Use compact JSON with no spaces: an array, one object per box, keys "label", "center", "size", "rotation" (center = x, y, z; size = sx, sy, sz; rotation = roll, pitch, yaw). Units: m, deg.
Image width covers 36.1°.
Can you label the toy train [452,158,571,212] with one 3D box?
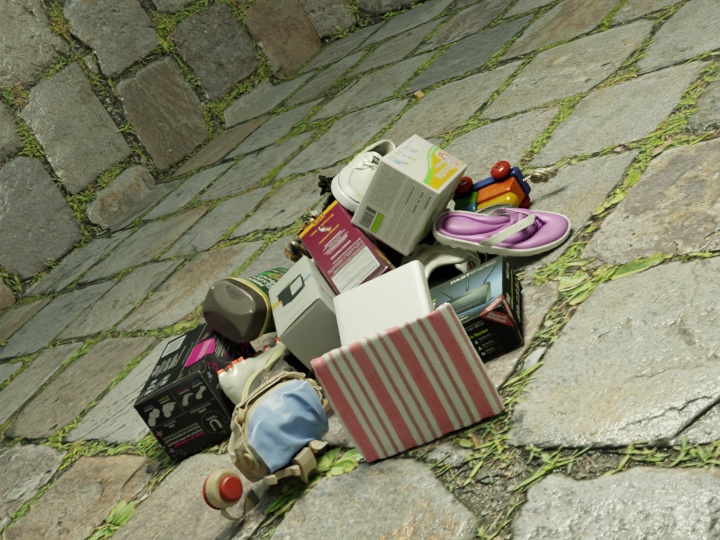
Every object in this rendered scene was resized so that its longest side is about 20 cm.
[{"label":"toy train","center":[0.232,-0.108,1.720],"size":[0.198,0.085,0.117],"rotation":[-21,32,30]}]

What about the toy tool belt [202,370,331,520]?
[{"label":"toy tool belt","center":[-0.106,0.215,1.387],"size":[0.122,0.126,0.200],"rotation":[-22,20,50]}]

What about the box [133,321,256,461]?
[{"label":"box","center":[-0.246,0.177,1.712],"size":[0.131,0.116,0.201],"rotation":[-27,18,17]}]

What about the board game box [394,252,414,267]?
[{"label":"board game box","center":[0.050,0.010,1.788],"size":[0.198,0.030,0.096],"rotation":[-10,29,44]}]

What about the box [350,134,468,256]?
[{"label":"box","center":[0.078,-0.119,1.679],"size":[0.114,0.100,0.200],"rotation":[-63,-8,23]}]

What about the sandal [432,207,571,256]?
[{"label":"sandal","center":[0.202,-0.063,1.586],"size":[0.198,0.050,0.083],"rotation":[-2,49,8]}]

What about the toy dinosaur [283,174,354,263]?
[{"label":"toy dinosaur","center":[-0.042,-0.082,1.809],"size":[0.201,0.101,0.137],"rotation":[-52,-11,-44]}]

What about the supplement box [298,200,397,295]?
[{"label":"supplement box","center":[0.000,0.000,1.645],"size":[0.086,0.110,0.201],"rotation":[-42,40,5]}]

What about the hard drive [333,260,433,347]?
[{"label":"hard drive","center":[0.040,0.102,1.399],"size":[0.130,0.026,0.203],"rotation":[-24,57,20]}]

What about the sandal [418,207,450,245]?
[{"label":"sandal","center":[0.120,-0.057,1.805],"size":[0.074,0.046,0.200],"rotation":[-20,17,8]}]

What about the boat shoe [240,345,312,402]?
[{"label":"boat shoe","center":[-0.114,0.161,1.605],"size":[0.064,0.074,0.201],"rotation":[-27,19,28]}]

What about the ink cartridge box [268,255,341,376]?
[{"label":"ink cartridge box","center":[-0.050,0.082,1.572],"size":[0.083,0.146,0.200],"rotation":[-43,18,5]}]

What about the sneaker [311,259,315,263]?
[{"label":"sneaker","center":[-0.022,-0.039,1.894],"size":[0.121,0.083,0.200],"rotation":[-53,6,21]}]

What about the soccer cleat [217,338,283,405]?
[{"label":"soccer cleat","center":[-0.147,0.159,1.683],"size":[0.069,0.078,0.199],"rotation":[-33,-4,28]}]

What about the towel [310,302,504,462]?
[{"label":"towel","center":[0.054,0.132,1.297],"size":[0.198,0.148,0.030],"rotation":[-24,14,23]}]

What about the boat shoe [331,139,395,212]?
[{"label":"boat shoe","center":[0.009,-0.157,1.745],"size":[0.066,0.073,0.201],"rotation":[-51,7,29]}]

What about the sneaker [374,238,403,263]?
[{"label":"sneaker","center":[-0.006,-0.018,1.791],"size":[0.199,0.076,0.070],"rotation":[-37,20,-14]}]

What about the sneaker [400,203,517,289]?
[{"label":"sneaker","center":[0.163,-0.022,1.645],"size":[0.198,0.075,0.089],"rotation":[-32,37,-1]}]

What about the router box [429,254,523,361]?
[{"label":"router box","center":[0.118,0.074,1.466],"size":[0.198,0.063,0.150],"rotation":[-27,19,18]}]

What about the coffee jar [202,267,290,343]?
[{"label":"coffee jar","center":[-0.157,0.053,1.741],"size":[0.103,0.087,0.199],"rotation":[28,18,22]}]
